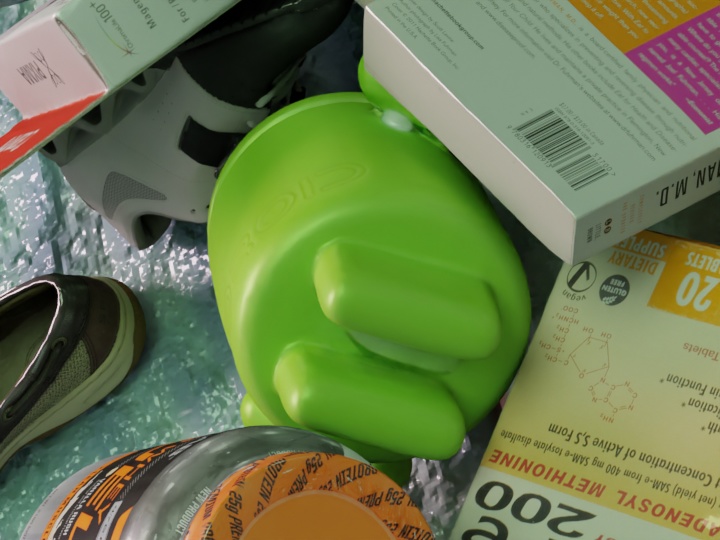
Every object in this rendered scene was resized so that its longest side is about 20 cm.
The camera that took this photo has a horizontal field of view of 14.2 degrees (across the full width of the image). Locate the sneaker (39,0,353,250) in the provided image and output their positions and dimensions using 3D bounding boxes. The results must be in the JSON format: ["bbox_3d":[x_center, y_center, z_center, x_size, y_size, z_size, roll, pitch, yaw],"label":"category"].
[{"bbox_3d":[-0.054,-0.067,1.239,0.200,0.089,0.074,-28,11,49],"label":"sneaker"}]

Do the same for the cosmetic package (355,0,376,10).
[{"bbox_3d":[0.047,-0.193,1.162,0.105,0.200,0.071,46,141,12],"label":"cosmetic package"}]

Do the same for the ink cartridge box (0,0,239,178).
[{"bbox_3d":[-0.132,-0.084,1.212,0.173,0.044,0.200,-37,9,-14],"label":"ink cartridge box"}]

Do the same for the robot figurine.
[{"bbox_3d":[0.000,0.000,1.140,0.200,0.115,0.176,-113,38,-66],"label":"robot figurine"}]

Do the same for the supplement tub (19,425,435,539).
[{"bbox_3d":[-0.051,0.122,1.089,0.200,0.122,0.123,-19,53,65],"label":"supplement tub"}]

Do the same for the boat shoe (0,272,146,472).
[{"bbox_3d":[-0.187,0.064,1.293,0.200,0.065,0.073,-42,54,12],"label":"boat shoe"}]

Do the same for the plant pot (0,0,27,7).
[{"bbox_3d":[-0.130,-0.221,1.189,0.161,0.200,0.201,-11,61,51],"label":"plant pot"}]

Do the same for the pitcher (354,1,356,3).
[{"bbox_3d":[-0.024,-0.210,1.288,0.171,0.121,0.201,-15,72,43],"label":"pitcher"}]

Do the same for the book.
[{"bbox_3d":[0.120,-0.090,1.103,0.200,0.048,0.134,-25,52,-24],"label":"book"}]

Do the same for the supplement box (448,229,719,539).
[{"bbox_3d":[0.111,0.092,1.078,0.126,0.073,0.201,16,79,38],"label":"supplement box"}]
